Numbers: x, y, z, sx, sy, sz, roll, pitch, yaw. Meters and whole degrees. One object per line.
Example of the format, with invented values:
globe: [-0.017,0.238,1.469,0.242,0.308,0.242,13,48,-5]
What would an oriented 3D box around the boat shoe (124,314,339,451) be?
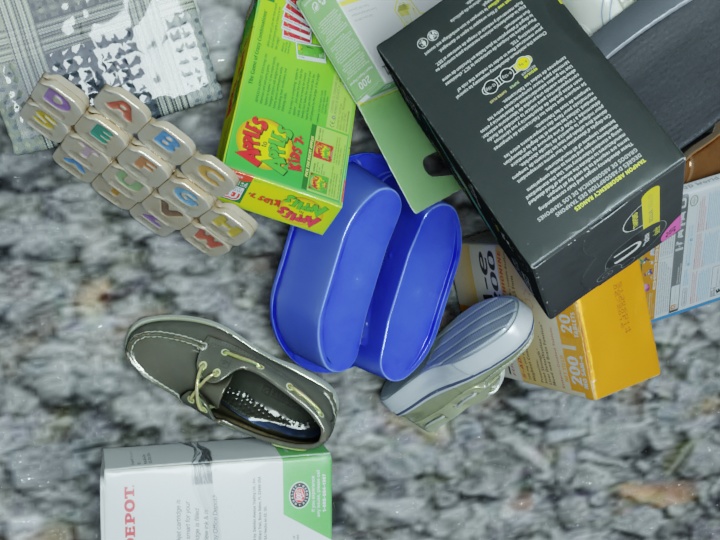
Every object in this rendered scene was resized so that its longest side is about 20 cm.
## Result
boat shoe: [-0.113,0.097,0.984,0.199,0.060,0.073,22,106,-3]

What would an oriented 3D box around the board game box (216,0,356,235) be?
board game box: [-0.056,-0.139,0.943,0.100,0.048,0.203,17,58,-15]

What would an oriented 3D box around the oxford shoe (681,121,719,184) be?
oxford shoe: [0.304,-0.089,1.083,0.199,0.071,0.072,-35,111,-8]

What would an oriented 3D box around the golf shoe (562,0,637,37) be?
golf shoe: [0.224,-0.201,1.049,0.200,0.078,0.097,42,91,-13]

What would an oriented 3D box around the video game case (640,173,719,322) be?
video game case: [0.270,-0.008,1.074,0.197,0.018,0.145,-17,129,-12]

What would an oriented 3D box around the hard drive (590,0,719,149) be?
hard drive: [0.263,-0.167,1.015,0.199,0.042,0.135,-36,111,15]

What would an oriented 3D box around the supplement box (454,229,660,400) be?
supplement box: [0.160,0.029,0.986,0.072,0.199,0.128,-17,99,-22]

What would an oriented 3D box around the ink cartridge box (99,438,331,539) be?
ink cartridge box: [-0.127,0.228,0.996,0.196,0.084,0.149,-1,96,-14]

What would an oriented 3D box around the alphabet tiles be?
alphabet tiles: [-0.176,-0.078,0.897,0.199,0.195,0.015,37,65,-17]

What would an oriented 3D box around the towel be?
towel: [-0.231,-0.217,0.956,0.189,0.035,0.203,-17,102,-9]

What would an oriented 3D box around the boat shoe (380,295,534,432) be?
boat shoe: [0.094,0.084,0.995,0.062,0.200,0.073,36,52,-13]

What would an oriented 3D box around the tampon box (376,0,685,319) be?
tampon box: [0.128,-0.095,0.825,0.125,0.150,0.202,-34,70,4]

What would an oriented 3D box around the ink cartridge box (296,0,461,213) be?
ink cartridge box: [0.049,-0.166,0.964,0.145,0.048,0.202,-29,87,-45]

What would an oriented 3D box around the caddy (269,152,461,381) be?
caddy: [0.000,0.000,0.996,0.140,0.105,0.203,13,98,-34]
